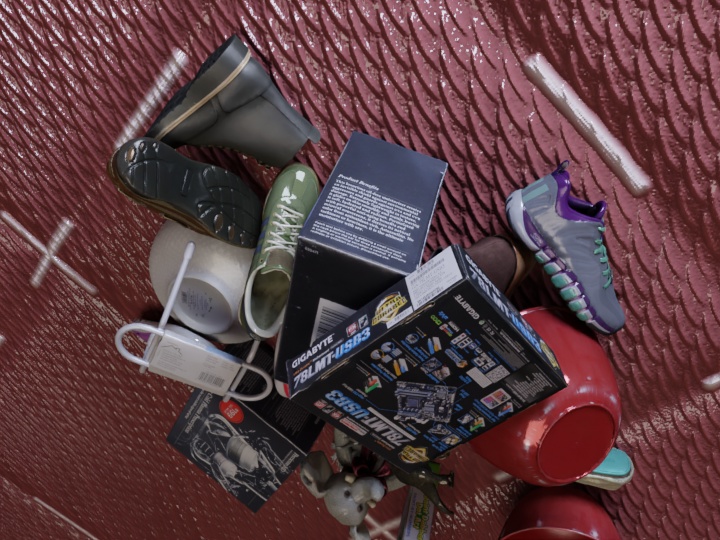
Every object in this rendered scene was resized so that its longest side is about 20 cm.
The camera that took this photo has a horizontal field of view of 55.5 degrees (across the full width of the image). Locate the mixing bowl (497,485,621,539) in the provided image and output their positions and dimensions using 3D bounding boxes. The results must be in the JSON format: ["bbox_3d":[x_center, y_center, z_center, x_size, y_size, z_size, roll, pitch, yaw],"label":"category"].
[{"bbox_3d":[0.290,0.387,0.989,0.194,0.110,0.205,9,129,11],"label":"mixing bowl"}]

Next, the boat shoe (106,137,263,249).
[{"bbox_3d":[-0.194,-0.086,0.772,0.073,0.078,0.198,-2,155,45],"label":"boat shoe"}]

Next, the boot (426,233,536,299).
[{"bbox_3d":[0.102,0.048,0.758,0.073,0.163,0.204,46,128,35],"label":"boot"}]

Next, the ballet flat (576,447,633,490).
[{"bbox_3d":[0.268,0.261,0.929,0.194,0.069,0.063,14,140,9],"label":"ballet flat"}]

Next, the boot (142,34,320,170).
[{"bbox_3d":[-0.153,-0.143,0.761,0.197,0.079,0.138,-26,123,39],"label":"boot"}]

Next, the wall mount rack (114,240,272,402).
[{"bbox_3d":[-0.183,0.072,0.821,0.195,0.076,0.175,23,125,-18],"label":"wall mount rack"}]

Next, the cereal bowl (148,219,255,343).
[{"bbox_3d":[-0.191,0.020,0.889,0.194,0.084,0.204,9,130,11],"label":"cereal bowl"}]

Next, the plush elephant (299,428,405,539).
[{"bbox_3d":[0.004,0.290,0.981,0.164,0.157,0.199,41,128,-16],"label":"plush elephant"}]

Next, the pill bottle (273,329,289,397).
[{"bbox_3d":[-0.002,0.117,0.874,0.193,0.121,0.122,9,130,13],"label":"pill bottle"}]

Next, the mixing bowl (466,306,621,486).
[{"bbox_3d":[0.210,0.156,0.751,0.194,0.109,0.206,-8,116,-16],"label":"mixing bowl"}]

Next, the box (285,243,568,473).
[{"bbox_3d":[0.065,0.096,0.639,0.196,0.051,0.199,-34,129,21],"label":"box"}]

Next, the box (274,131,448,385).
[{"bbox_3d":[0.000,0.000,0.729,0.120,0.201,0.204,19,131,4],"label":"box"}]

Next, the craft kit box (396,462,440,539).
[{"bbox_3d":[0.074,0.431,1.040,0.047,0.200,0.204,14,131,8],"label":"craft kit box"}]

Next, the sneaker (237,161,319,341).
[{"bbox_3d":[-0.085,-0.017,0.757,0.065,0.090,0.206,17,95,-16],"label":"sneaker"}]

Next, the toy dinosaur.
[{"bbox_3d":[0.066,0.242,0.896,0.100,0.078,0.201,-12,131,42],"label":"toy dinosaur"}]

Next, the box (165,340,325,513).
[{"bbox_3d":[-0.164,0.225,1.007,0.180,0.105,0.201,37,130,0],"label":"box"}]

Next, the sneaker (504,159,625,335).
[{"bbox_3d":[0.239,-0.018,0.719,0.087,0.075,0.200,-34,111,29],"label":"sneaker"}]

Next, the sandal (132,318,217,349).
[{"bbox_3d":[-0.264,0.109,0.961,0.082,0.051,0.200,34,160,-36],"label":"sandal"}]
